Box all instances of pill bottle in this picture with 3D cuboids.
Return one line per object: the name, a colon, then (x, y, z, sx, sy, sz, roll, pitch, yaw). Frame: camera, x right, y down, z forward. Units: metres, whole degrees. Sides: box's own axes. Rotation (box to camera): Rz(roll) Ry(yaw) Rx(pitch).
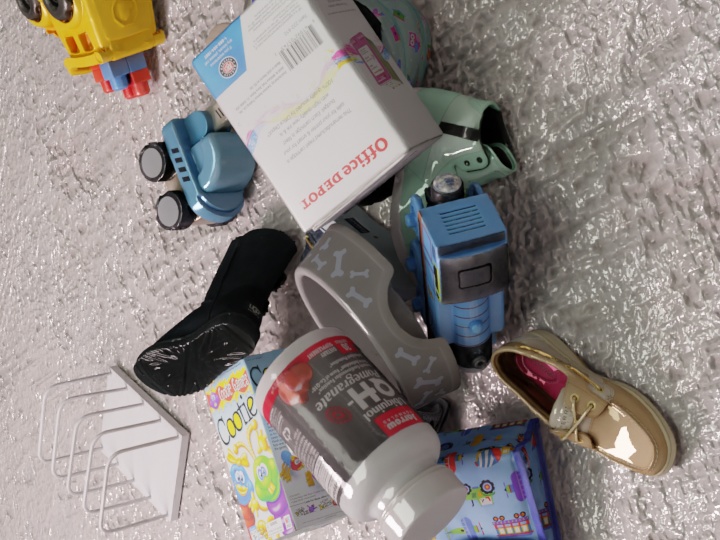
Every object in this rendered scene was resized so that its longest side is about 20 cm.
pill bottle: (0.003, 0.156, 1.240, 0.200, 0.110, 0.111, 46, 130, 26)

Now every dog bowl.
dog bowl: (0.011, 0.052, 1.314, 0.200, 0.058, 0.200, 48, 165, 17)

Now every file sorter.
file sorter: (-0.346, 0.247, 1.879, 0.199, 0.124, 0.140, 34, 122, 42)

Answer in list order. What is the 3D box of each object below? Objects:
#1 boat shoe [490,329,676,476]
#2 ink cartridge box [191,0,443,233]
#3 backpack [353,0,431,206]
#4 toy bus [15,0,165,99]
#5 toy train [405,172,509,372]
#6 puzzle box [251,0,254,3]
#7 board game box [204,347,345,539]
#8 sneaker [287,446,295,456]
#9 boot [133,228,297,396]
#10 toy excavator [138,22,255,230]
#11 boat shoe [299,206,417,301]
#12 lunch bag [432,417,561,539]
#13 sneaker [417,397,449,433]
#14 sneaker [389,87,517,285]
boat shoe: (0.195, 0.125, 1.233, 0.200, 0.069, 0.074, 36, 124, 41)
ink cartridge box: (-0.040, -0.160, 1.278, 0.144, 0.084, 0.201, -36, 85, 30)
backpack: (-0.012, -0.186, 1.377, 0.166, 0.126, 0.202, 25, 117, 23)
toy bus: (-0.343, -0.313, 1.777, 0.199, 0.135, 0.194, 5, 117, 52)
toy train: (0.092, 0.008, 1.274, 0.115, 0.086, 0.202, -109, 10, -48)
puzzle box: (-0.083, -0.370, 1.511, 0.132, 0.025, 0.203, -4, 94, 52)
board game box: (-0.089, 0.201, 1.570, 0.103, 0.104, 0.202, -33, 72, 49)
sneaker: (-0.017, 0.124, 1.450, 0.201, 0.077, 0.100, -55, 28, 25)
boot: (-0.164, 0.046, 1.584, 0.199, 0.169, 0.076, -29, 117, 38)
toy excavator: (-0.168, -0.167, 1.617, 0.199, 0.099, 0.196, -30, 75, 36)
boat shoe: (0.000, 0.000, 1.452, 0.200, 0.070, 0.092, 47, 134, 47)
lunch bag: (0.116, 0.261, 1.319, 0.149, 0.094, 0.202, -12, 100, 21)
sneaker: (0.063, 0.201, 1.404, 0.200, 0.075, 0.114, 51, 132, 31)
sneaker: (0.093, -0.072, 1.318, 0.117, 0.073, 0.203, 11, 111, 41)
